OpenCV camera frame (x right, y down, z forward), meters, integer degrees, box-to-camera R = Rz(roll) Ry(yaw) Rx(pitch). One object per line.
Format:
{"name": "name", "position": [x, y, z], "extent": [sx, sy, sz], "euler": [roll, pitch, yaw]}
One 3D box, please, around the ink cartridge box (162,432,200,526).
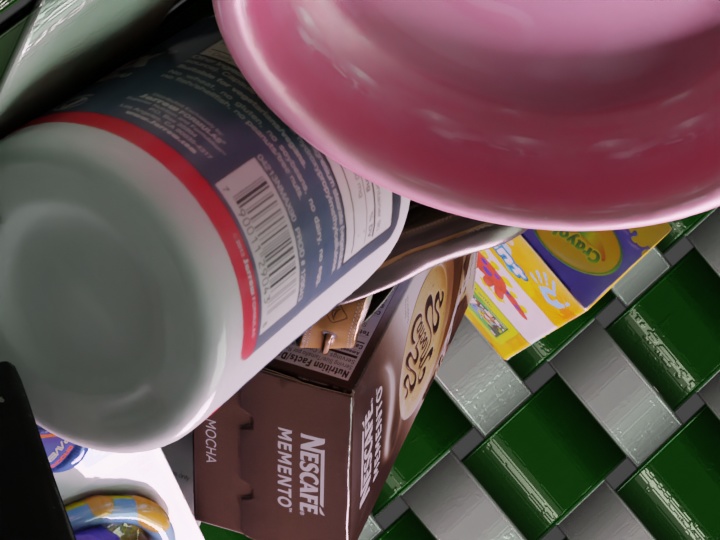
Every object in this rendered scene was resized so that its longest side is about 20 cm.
{"name": "ink cartridge box", "position": [-0.107, 0.059, 1.244], "extent": [0.146, 0.084, 0.201], "euler": [136, -27, -73]}

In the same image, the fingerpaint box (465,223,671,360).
{"name": "fingerpaint box", "position": [0.061, -0.060, 1.369], "extent": [0.073, 0.200, 0.167], "euler": [-41, 179, -16]}

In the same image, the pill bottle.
{"name": "pill bottle", "position": [-0.050, -0.028, 0.907], "extent": [0.120, 0.120, 0.200], "euler": [-41, 179, 38]}

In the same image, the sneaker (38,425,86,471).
{"name": "sneaker", "position": [-0.133, 0.040, 0.926], "extent": [0.199, 0.079, 0.075], "euler": [-18, 161, -48]}

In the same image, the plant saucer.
{"name": "plant saucer", "position": [0.053, -0.089, 0.794], "extent": [0.200, 0.200, 0.051], "euler": [-42, -152, 53]}

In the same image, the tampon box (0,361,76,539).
{"name": "tampon box", "position": [-0.175, 0.148, 0.862], "extent": [0.149, 0.127, 0.200], "euler": [-13, 151, -18]}

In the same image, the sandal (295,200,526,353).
{"name": "sandal", "position": [0.000, 0.000, 1.030], "extent": [0.199, 0.055, 0.082], "euler": [-18, -154, 33]}

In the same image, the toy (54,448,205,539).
{"name": "toy", "position": [-0.115, 0.152, 1.097], "extent": [0.115, 0.047, 0.200], "euler": [-32, 147, -10]}

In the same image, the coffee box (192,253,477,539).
{"name": "coffee box", "position": [-0.007, 0.025, 1.170], "extent": [0.200, 0.079, 0.114], "euler": [-62, 161, -45]}
